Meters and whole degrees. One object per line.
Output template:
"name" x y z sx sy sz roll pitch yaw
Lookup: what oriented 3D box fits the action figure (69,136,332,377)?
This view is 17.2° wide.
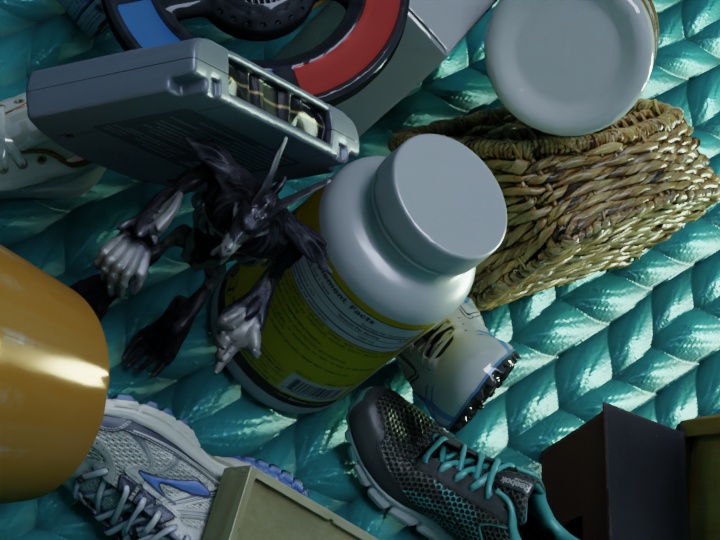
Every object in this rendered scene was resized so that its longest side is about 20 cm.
"action figure" -0.096 0.001 1.402 0.119 0.200 0.102 38 49 -13

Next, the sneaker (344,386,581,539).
"sneaker" 0.077 0.143 1.527 0.200 0.091 0.078 46 44 -5

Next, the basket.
"basket" 0.145 -0.079 1.685 0.199 0.143 0.150 -15 74 -43

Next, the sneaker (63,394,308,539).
"sneaker" -0.118 0.137 1.391 0.199 0.077 0.086 24 55 -24

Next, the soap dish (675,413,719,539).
"soap dish" 0.264 0.164 1.571 0.081 0.200 0.159 8 83 -10

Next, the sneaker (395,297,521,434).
"sneaker" 0.052 0.051 1.526 0.072 0.072 0.200 40 2 -11

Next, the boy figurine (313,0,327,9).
"boy figurine" -0.059 -0.277 1.669 0.064 0.124 0.202 -9 88 -36

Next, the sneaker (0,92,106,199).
"sneaker" -0.226 -0.078 1.434 0.199 0.085 0.073 -15 75 -41

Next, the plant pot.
"plant pot" -0.242 0.051 1.280 0.183 0.199 0.202 18 51 -49

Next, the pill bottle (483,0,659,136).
"pill bottle" 0.150 -0.162 1.647 0.114 0.114 0.200 48 14 -3

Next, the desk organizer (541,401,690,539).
"desk organizer" 0.169 0.199 1.574 0.071 0.077 0.201 21 52 -27

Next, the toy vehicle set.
"toy vehicle set" -0.018 0.215 1.405 0.199 0.026 0.125 34 60 -32

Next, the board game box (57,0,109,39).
"board game box" -0.133 -0.257 1.583 0.200 0.062 0.200 -41 90 -20

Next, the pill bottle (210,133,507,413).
"pill bottle" 0.000 0.000 1.479 0.112 0.200 0.113 20 52 -28

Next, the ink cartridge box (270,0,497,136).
"ink cartridge box" 0.038 -0.191 1.669 0.084 0.144 0.200 45 45 -4

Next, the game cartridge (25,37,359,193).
"game cartridge" -0.103 -0.088 1.403 0.200 0.132 0.041 24 58 -61

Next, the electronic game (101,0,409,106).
"electronic game" -0.066 -0.183 1.507 0.198 0.042 0.201 4 60 -8
